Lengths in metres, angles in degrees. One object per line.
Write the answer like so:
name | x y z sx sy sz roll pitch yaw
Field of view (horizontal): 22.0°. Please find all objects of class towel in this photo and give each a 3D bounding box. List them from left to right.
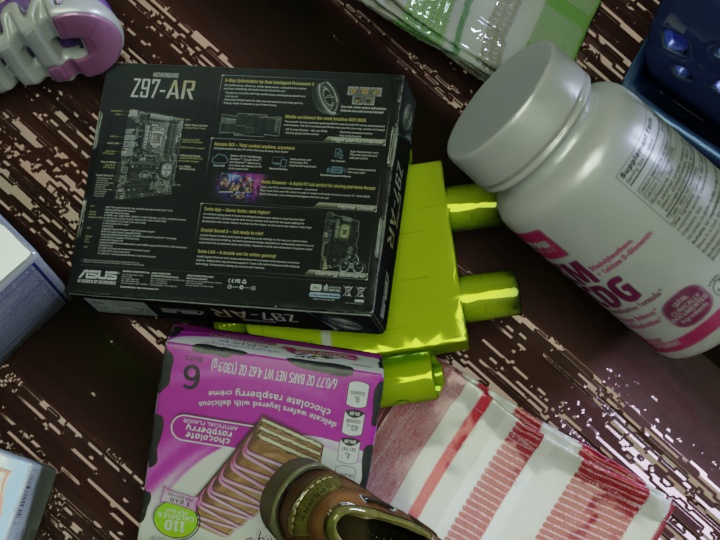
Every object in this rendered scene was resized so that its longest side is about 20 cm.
towel | 0.083 -0.206 1.191 0.200 0.031 0.149 29 82 -33
towel | 0.086 0.160 1.197 0.200 0.023 0.144 31 83 1

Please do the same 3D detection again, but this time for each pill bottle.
pill bottle | 0.158 -0.045 1.155 0.200 0.113 0.113 39 82 -16

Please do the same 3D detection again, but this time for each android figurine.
android figurine | 0.000 0.000 1.195 0.200 0.041 0.182 -11 76 4

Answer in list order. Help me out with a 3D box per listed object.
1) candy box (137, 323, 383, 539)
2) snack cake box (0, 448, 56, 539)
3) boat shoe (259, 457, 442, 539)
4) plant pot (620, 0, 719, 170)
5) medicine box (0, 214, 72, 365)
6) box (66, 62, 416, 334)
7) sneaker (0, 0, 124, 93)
candy box | -0.066 0.144 1.145 0.136 0.061 0.200 8 100 -1
snack cake box | -0.254 0.204 1.127 0.067 0.115 0.200 18 81 0
boat shoe | 0.023 0.184 1.101 0.200 0.068 0.072 37 80 -37
plant pot | 0.287 -0.154 1.154 0.200 0.180 0.200 32 62 2
medicine box | -0.280 0.032 1.105 0.182 0.200 0.103 -44 87 -8
box | -0.074 -0.048 1.170 0.200 0.044 0.160 3 73 13
sneaker | -0.251 -0.160 1.200 0.200 0.080 0.089 -12 59 8
